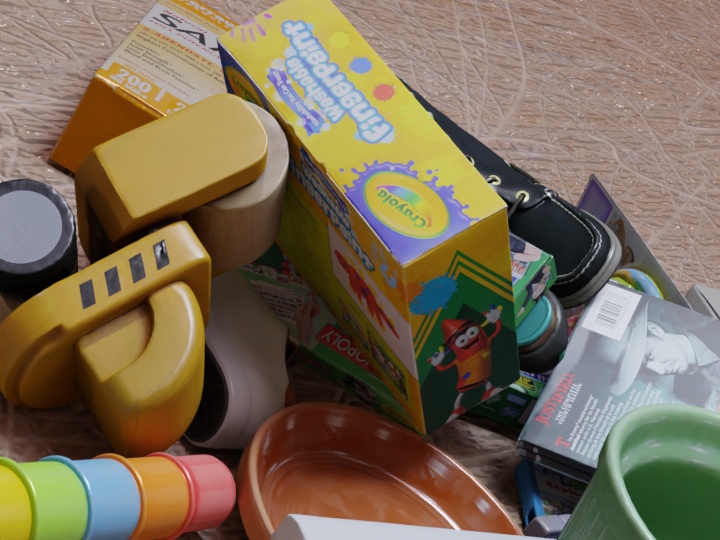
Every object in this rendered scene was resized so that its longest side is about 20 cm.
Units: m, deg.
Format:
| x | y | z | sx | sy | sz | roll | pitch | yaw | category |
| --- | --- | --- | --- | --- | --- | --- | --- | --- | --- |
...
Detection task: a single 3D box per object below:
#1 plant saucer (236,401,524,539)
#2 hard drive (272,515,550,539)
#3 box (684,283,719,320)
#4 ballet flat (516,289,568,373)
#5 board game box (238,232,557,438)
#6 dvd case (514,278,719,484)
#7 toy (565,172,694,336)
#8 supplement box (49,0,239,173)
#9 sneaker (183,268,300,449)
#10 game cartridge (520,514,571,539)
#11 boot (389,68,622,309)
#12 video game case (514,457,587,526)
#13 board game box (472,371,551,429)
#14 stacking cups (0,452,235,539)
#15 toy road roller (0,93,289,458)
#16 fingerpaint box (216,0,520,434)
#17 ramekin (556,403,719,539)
| x | y | z | sx | sy | sz | roll | pitch | yaw | category |
| --- | --- | --- | --- | --- | --- | --- | --- | --- | --- |
| 0.017 | 0.156 | 1.397 | 0.200 | 0.032 | 0.200 | 29 | 30 | -18 | plant saucer |
| 0.059 | 0.190 | 1.318 | 0.200 | 0.026 | 0.132 | 11 | 38 | -41 | hard drive |
| 0.308 | 0.077 | 1.823 | 0.200 | 0.082 | 0.068 | 16 | 30 | -32 | box |
| 0.052 | 0.004 | 1.586 | 0.200 | 0.068 | 0.068 | 42 | -6 | 30 | ballet flat |
| 0.000 | 0.000 | 1.539 | 0.200 | 0.135 | 0.029 | 31 | -21 | 28 | board game box |
| 0.214 | 0.092 | 1.559 | 0.200 | 0.022 | 0.146 | 21 | 53 | 12 | dvd case |
| 0.159 | 0.035 | 1.698 | 0.047 | 0.115 | 0.200 | 9 | 33 | -26 | toy |
| -0.114 | -0.106 | 1.696 | 0.126 | 0.074 | 0.200 | 30 | 25 | -3 | supplement box |
| -0.089 | 0.028 | 1.495 | 0.085 | 0.073 | 0.200 | 11 | 43 | -41 | sneaker |
| 0.190 | 0.218 | 1.454 | 0.130 | 0.038 | 0.200 | 7 | 35 | -47 | game cartridge |
| 0.064 | -0.055 | 1.636 | 0.154 | 0.074 | 0.203 | 40 | -5 | -37 | boot |
| 0.169 | 0.198 | 1.523 | 0.143 | 0.018 | 0.200 | 22 | 27 | -17 | video game case |
| 0.034 | 0.029 | 1.651 | 0.200 | 0.029 | 0.135 | 22 | 28 | -19 | board game box |
| -0.142 | 0.124 | 1.284 | 0.200 | 0.061 | 0.061 | 4 | 36 | -52 | stacking cups |
| -0.111 | 0.012 | 1.376 | 0.200 | 0.123 | 0.146 | -28 | 71 | -16 | toy road roller |
| 0.007 | -0.035 | 1.440 | 0.073 | 0.167 | 0.200 | -29 | 55 | -14 | fingerpaint box |
| 0.193 | 0.172 | 1.334 | 0.200 | 0.098 | 0.200 | 24 | 28 | -14 | ramekin |
